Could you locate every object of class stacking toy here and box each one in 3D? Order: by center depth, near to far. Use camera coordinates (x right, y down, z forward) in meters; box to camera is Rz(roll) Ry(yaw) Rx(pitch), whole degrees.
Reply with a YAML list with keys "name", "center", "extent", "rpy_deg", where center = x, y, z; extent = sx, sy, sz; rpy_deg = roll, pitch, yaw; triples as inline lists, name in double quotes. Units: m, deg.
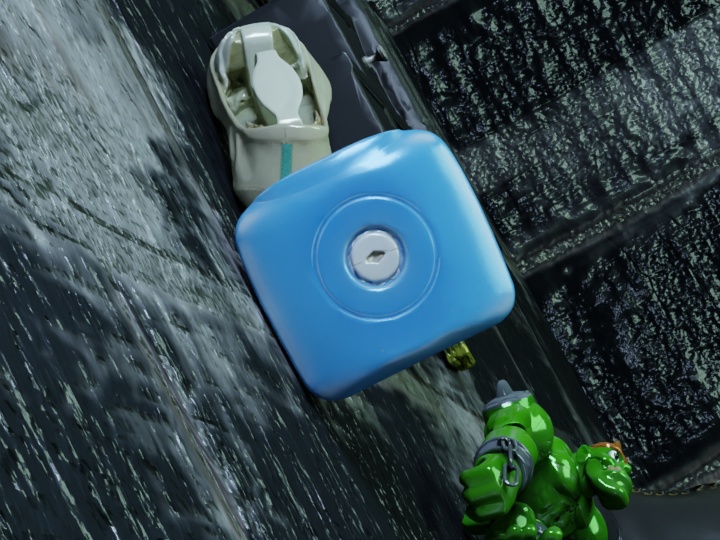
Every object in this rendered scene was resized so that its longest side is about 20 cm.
- name: "stacking toy"
  center: [0.000, 0.000, 1.488]
  extent: [0.110, 0.116, 0.200]
  rpy_deg: [64, -5, 2]

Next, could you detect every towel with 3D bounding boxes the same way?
- name: "towel"
  center: [0.028, -0.016, 2.141]
  extent: [0.200, 0.018, 0.086]
  rpy_deg: [61, 0, 10]

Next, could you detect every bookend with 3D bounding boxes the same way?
- name: "bookend"
  center: [-0.017, -0.093, 1.731]
  extent: [0.200, 0.092, 0.199]
  rpy_deg: [62, 6, 17]

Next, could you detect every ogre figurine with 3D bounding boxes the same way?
- name: "ogre figurine"
  center: [0.103, 0.146, 1.662]
  extent: [0.200, 0.098, 0.120]
  rpy_deg: [40, 34, -30]

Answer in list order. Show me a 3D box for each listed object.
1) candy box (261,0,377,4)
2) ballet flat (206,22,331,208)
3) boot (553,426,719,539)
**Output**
- name: "candy box"
  center: [0.016, -0.255, 2.247]
  extent: [0.061, 0.200, 0.136]
  rpy_deg: [60, 5, -17]
- name: "ballet flat"
  center: [-0.047, -0.097, 1.574]
  extent: [0.069, 0.069, 0.200]
  rpy_deg: [58, 6, -30]
- name: "boot"
  center: [0.214, 0.175, 2.215]
  extent: [0.200, 0.138, 0.077]
  rpy_deg: [63, 7, 33]
